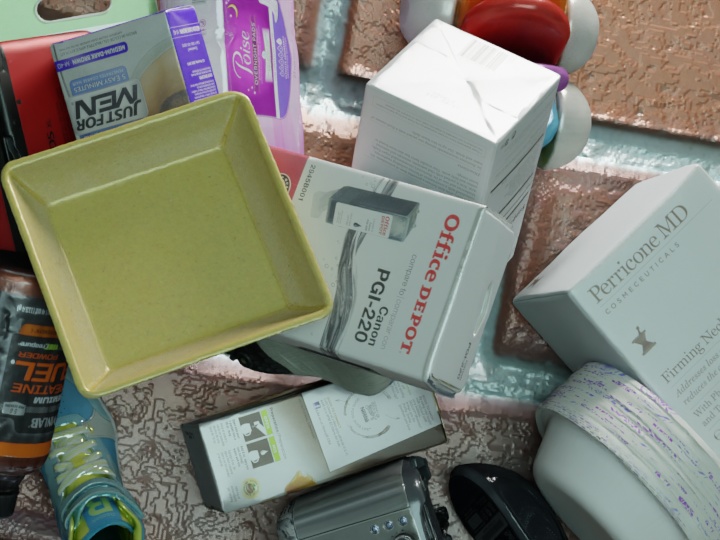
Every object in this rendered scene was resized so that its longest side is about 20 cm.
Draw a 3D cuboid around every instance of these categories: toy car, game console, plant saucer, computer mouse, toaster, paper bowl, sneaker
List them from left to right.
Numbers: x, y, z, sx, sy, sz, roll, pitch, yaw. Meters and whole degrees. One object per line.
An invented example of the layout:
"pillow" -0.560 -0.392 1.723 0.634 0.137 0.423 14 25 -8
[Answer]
"game console" -0.291 -0.083 1.671 0.172 0.119 0.200 -16 95 -44
"sneaker" -0.225 0.166 1.662 0.080 0.131 0.200 -21 92 -12
"plant saucer" -0.146 -0.016 1.531 0.200 0.048 0.200 -19 71 -10
"sneaker" -0.049 0.048 1.671 0.200 0.072 0.072 18 41 25
"toaster" 0.007 0.224 1.695 0.129 0.200 0.114 -17 92 4
"toy car" 0.126 -0.178 1.749 0.175 0.150 0.200 6 86 -13
"computer mouse" 0.152 0.245 1.760 0.053 0.139 0.200 -31 81 -26
"paper bowl" 0.227 0.183 1.728 0.104 0.201 0.201 -44 97 -12

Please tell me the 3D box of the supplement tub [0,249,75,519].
"supplement tub" -0.283 0.088 1.571 0.107 0.107 0.200 11 97 -12

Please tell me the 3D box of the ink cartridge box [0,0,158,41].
"ink cartridge box" -0.231 -0.151 1.718 0.145 0.048 0.200 -12 90 -13

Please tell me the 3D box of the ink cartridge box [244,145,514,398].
"ink cartridge box" 0.000 0.000 1.574 0.200 0.085 0.146 17 84 21

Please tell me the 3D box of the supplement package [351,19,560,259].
"supplement package" 0.068 -0.079 1.664 0.121 0.200 0.120 27 44 16

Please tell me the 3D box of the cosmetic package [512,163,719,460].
"cosmetic package" 0.273 0.042 1.764 0.167 0.166 0.200 -43 96 -11

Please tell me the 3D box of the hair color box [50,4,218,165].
"hair color box" -0.165 -0.101 1.629 0.109 0.065 0.200 -14 97 21

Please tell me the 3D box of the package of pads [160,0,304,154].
"package of pads" -0.109 -0.168 1.710 0.076 0.120 0.200 -4 89 31

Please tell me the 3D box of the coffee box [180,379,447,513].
"coffee box" -0.040 0.137 1.714 0.200 0.114 0.080 -17 91 -13
